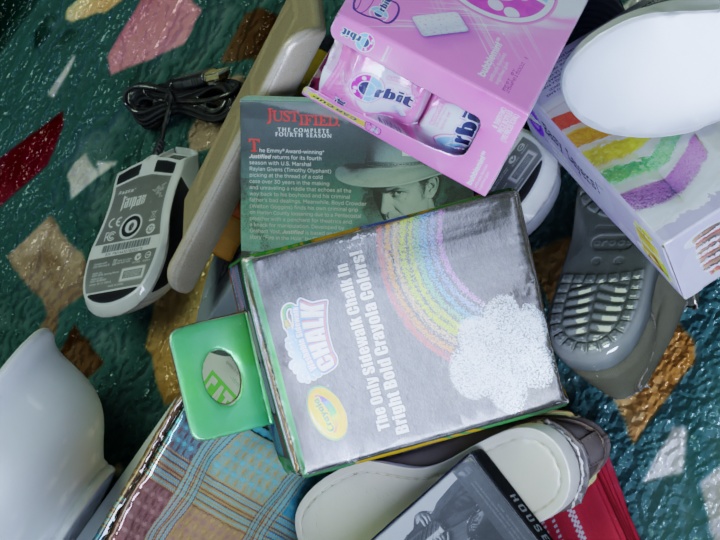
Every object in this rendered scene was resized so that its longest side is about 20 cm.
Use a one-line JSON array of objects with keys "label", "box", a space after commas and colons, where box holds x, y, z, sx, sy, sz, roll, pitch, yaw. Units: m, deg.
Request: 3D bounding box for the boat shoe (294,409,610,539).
[{"label": "boat shoe", "box": [0.051, 0.125, 1.584, 0.199, 0.059, 0.072, -23, 89, 37]}]

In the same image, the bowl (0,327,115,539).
[{"label": "bowl", "box": [-0.221, 0.144, 1.818, 0.202, 0.090, 0.201, -57, -3, -4]}]

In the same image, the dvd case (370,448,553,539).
[{"label": "dvd case", "box": [0.038, 0.218, 1.534, 0.200, 0.025, 0.151, -43, 76, 20]}]

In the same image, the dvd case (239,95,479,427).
[{"label": "dvd case", "box": [0.000, 0.000, 1.651, 0.145, 0.022, 0.201, 2, 102, 14]}]

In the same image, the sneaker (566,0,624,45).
[{"label": "sneaker", "box": [0.054, -0.143, 1.701, 0.199, 0.081, 0.115, -29, 33, 2]}]

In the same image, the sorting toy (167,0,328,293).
[{"label": "sorting toy", "box": [-0.062, -0.090, 1.768, 0.186, 0.036, 0.200, -62, 7, 17]}]

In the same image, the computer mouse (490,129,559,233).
[{"label": "computer mouse", "box": [0.065, -0.057, 1.723, 0.110, 0.044, 0.200, -53, 34, -2]}]

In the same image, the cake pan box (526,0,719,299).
[{"label": "cake pan box", "box": [0.211, -0.095, 1.559, 0.199, 0.052, 0.184, -30, 44, -5]}]

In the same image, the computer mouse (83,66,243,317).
[{"label": "computer mouse", "box": [-0.137, -0.047, 1.926, 0.109, 0.044, 0.201, -8, 55, 36]}]

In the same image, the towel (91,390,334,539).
[{"label": "towel", "box": [-0.077, 0.160, 1.618, 0.022, 0.200, 0.147, 27, 85, 37]}]

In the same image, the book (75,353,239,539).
[{"label": "book", "box": [-0.103, 0.143, 1.774, 0.200, 0.048, 0.134, -55, 35, 3]}]

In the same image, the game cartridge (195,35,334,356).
[{"label": "game cartridge", "box": [-0.052, -0.046, 1.785, 0.133, 0.040, 0.201, -47, 21, 47]}]

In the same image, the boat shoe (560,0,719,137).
[{"label": "boat shoe", "box": [0.203, -0.130, 1.522, 0.199, 0.071, 0.070, -22, 14, 10]}]

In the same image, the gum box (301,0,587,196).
[{"label": "gum box", "box": [0.056, -0.138, 1.538, 0.200, 0.113, 0.066, -61, -2, -47]}]

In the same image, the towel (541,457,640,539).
[{"label": "towel", "box": [0.075, 0.190, 1.582, 0.200, 0.022, 0.145, -40, 43, 19]}]

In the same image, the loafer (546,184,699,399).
[{"label": "loafer", "box": [0.157, -0.010, 1.590, 0.075, 0.070, 0.201, 5, 51, 30]}]

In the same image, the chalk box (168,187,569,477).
[{"label": "chalk box", "box": [-0.003, 0.039, 1.546, 0.199, 0.124, 0.125, -14, 90, -5]}]
